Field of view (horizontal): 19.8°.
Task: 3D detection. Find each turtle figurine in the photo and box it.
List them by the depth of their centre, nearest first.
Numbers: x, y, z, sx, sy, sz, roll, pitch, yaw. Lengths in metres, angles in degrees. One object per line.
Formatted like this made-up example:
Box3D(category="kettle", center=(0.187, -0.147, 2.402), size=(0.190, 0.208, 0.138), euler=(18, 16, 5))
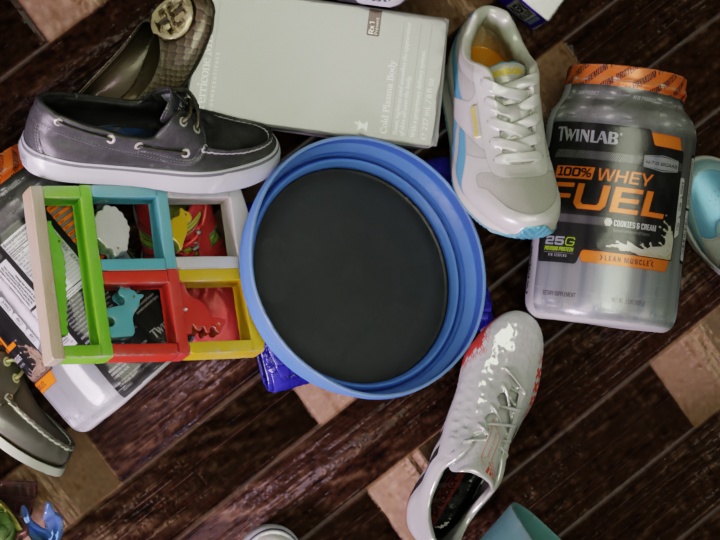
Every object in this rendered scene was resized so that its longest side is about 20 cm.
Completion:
Box3D(category="turtle figurine", center=(-0.339, 0.207, 1.537), size=(0.194, 0.144, 0.200), euler=(41, 81, -2))

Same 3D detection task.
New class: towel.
Box3D(category="towel", center=(0.003, 0.000, 1.618), size=(0.199, 0.050, 0.149), euler=(-15, 93, -18))

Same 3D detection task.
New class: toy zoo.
Box3D(category="toy zoo", center=(-0.144, 0.002, 1.518), size=(0.199, 0.020, 0.132), euler=(-1, 73, -29))

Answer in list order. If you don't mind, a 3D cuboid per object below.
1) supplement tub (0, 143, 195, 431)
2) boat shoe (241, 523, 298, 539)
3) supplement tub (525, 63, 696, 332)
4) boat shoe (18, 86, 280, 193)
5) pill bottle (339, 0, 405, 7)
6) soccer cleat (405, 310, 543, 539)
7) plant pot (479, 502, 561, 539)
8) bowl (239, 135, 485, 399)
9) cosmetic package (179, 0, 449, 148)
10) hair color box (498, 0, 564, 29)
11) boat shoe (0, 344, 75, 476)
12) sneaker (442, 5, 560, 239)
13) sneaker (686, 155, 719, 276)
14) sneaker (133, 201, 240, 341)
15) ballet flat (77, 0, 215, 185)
Box3D(category="supplement tub", center=(-0.229, 0.011, 1.555), size=(0.122, 0.123, 0.200), euler=(-40, 93, -7))
Box3D(category="boat shoe", center=(-0.090, 0.297, 1.608), size=(0.070, 0.070, 0.201), euler=(21, 87, -8))
Box3D(category="supplement tub", center=(0.199, -0.056, 1.626), size=(0.122, 0.123, 0.202), euler=(6, 88, -8))
Box3D(category="boat shoe", center=(-0.150, -0.105, 1.517), size=(0.198, 0.070, 0.067), euler=(3, 129, -18))
Box3D(category="pill bottle", center=(-0.016, -0.258, 1.573), size=(0.199, 0.106, 0.107), euler=(9, 88, 13))
Box3D(category="soccer cleat", center=(0.095, 0.129, 1.617), size=(0.068, 0.085, 0.201), euler=(25, 95, -13))
Box3D(category="plant pot", center=(0.125, 0.306, 1.585), size=(0.161, 0.201, 0.201), euler=(-42, 96, 5))
Box3D(category="bowl", center=(0.000, 0.000, 1.559), size=(0.199, 0.039, 0.202), euler=(8, 73, -25))
Box3D(category="cosmetic package", center=(-0.039, -0.158, 1.611), size=(0.198, 0.090, 0.108), euler=(5, 93, -11))
Box3D(category="hair color box", center=(0.100, -0.298, 1.643), size=(0.200, 0.065, 0.110), euler=(39, 84, -5))
Box3D(category="boat shoe", center=(-0.291, 0.075, 1.578), size=(0.202, 0.072, 0.060), euler=(42, 92, -2))
Box3D(category="sneaker", center=(0.107, -0.112, 1.586), size=(0.076, 0.081, 0.201), euler=(-5, 55, -16))
Box3D(category="sneaker", center=(0.331, -0.010, 1.642), size=(0.079, 0.131, 0.200), euler=(-38, 95, -5))
Box3D(category="sneaker", center=(-0.140, -0.025, 1.595), size=(0.077, 0.085, 0.201), euler=(-19, 92, -7))
Box3D(category="ballet flat", center=(-0.184, -0.139, 1.565), size=(0.046, 0.068, 0.200), euler=(25, 122, -41))
